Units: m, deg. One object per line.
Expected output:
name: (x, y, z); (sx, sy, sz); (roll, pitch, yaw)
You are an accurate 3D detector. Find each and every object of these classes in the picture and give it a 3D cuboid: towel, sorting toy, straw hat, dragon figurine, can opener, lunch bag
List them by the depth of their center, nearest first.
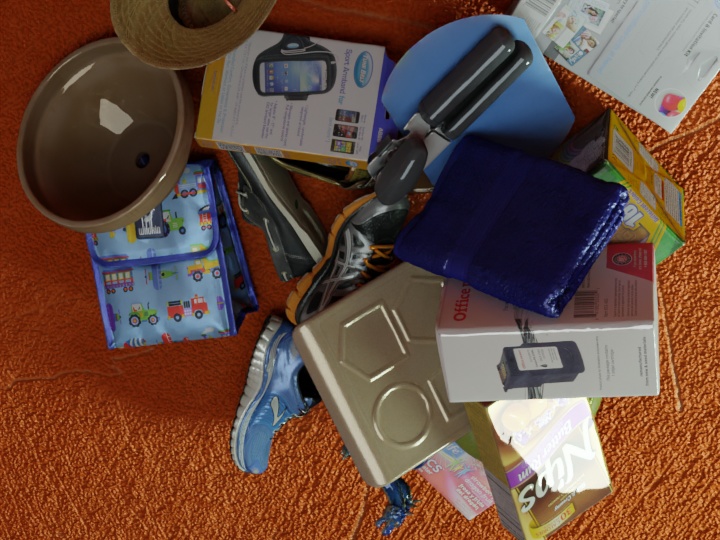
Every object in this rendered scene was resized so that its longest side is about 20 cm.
towel: (0.142, -0.041, 1.564); (0.199, 0.148, 0.050); (22, 163, 41)
can opener: (0.086, -0.139, 1.581); (0.053, 0.067, 0.200); (29, 119, -35)
straw hat: (-0.136, -0.268, 1.609); (0.199, 0.203, 0.085); (-15, 157, 17)
sorting toy: (0.051, 0.091, 1.677); (0.199, 0.036, 0.186); (-29, 100, -16)
dragon figurine: (0.044, 0.170, 1.727); (0.099, 0.059, 0.201); (25, 90, -6)
lunch bag: (-0.208, -0.031, 1.778); (0.149, 0.094, 0.202); (-7, 106, 15)

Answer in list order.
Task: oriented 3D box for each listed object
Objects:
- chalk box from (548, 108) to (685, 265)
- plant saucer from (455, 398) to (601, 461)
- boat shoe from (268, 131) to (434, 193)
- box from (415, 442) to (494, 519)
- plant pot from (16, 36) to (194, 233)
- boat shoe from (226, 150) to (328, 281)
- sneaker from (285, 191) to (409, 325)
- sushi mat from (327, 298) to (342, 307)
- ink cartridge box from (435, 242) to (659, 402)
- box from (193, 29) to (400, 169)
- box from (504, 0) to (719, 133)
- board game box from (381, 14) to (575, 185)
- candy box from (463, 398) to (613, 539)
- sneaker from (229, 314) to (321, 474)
chalk box: (0.211, -0.038, 1.669); (0.124, 0.125, 0.200); (43, 119, -15)
plant saucer: (0.173, 0.112, 1.752); (0.198, 0.031, 0.202); (-2, 96, -16)
boat shoe: (0.000, -0.108, 1.695); (0.198, 0.068, 0.072); (10, 121, 4)
box: (0.090, 0.158, 1.815); (0.094, 0.103, 0.200); (-38, 107, 26)
plant pot: (-0.242, -0.127, 1.689); (0.199, 0.203, 0.093); (-20, 156, 20)
boat shoe: (-0.101, -0.075, 1.730); (0.067, 0.072, 0.201); (-20, 118, 19)
sneaker: (0.000, 0.000, 1.715); (0.078, 0.077, 0.201); (-1, 133, -43)
sushi mat: (0.054, 0.031, 1.721); (0.199, 0.012, 0.096); (-29, 136, -20)
ink cartridge box: (0.179, 0.047, 1.566); (0.198, 0.145, 0.085); (-3, 121, 11)
box: (-0.057, -0.170, 1.650); (0.198, 0.041, 0.120); (9, 81, 3)
box: (0.258, -0.246, 1.589); (0.199, 0.041, 0.156); (30, 121, -7)
board game box: (0.112, -0.170, 1.634); (0.157, 0.039, 0.200); (-27, 128, 11)
candy box: (0.181, 0.173, 1.698); (0.116, 0.056, 0.201); (-31, 127, -17)
sneaker: (-0.090, 0.149, 1.854); (0.088, 0.079, 0.201); (18, 121, 2)
